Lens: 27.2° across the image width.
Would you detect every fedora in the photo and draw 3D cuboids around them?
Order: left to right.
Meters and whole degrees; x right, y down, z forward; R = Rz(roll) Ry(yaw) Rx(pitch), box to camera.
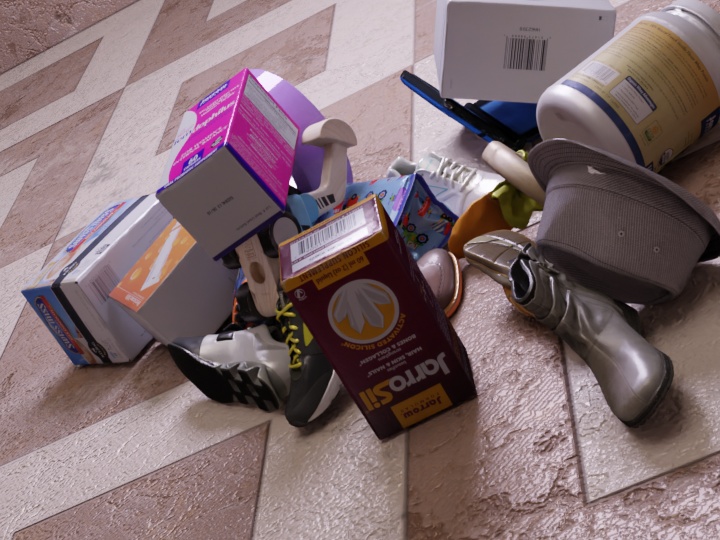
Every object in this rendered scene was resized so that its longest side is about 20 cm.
[{"bbox_3d":[0.230,-0.031,1.364,0.091,0.199,0.177,-66,11,-15],"label":"fedora"}]

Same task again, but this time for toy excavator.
[{"bbox_3d":[-0.062,-0.057,1.666,0.100,0.196,0.199,-15,7,45],"label":"toy excavator"}]

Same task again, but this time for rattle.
[{"bbox_3d":[0.183,-0.039,1.546,0.143,0.130,0.200,-43,51,-2],"label":"rattle"}]

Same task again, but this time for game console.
[{"bbox_3d":[0.168,-0.227,1.866,0.119,0.170,0.200,-57,23,7],"label":"game console"}]

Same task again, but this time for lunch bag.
[{"bbox_3d":[0.000,0.000,1.686,0.150,0.094,0.201,-4,50,48],"label":"lunch bag"}]

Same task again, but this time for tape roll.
[{"bbox_3d":[-0.102,-0.145,1.820,0.066,0.201,0.200,-41,26,-24],"label":"tape roll"}]

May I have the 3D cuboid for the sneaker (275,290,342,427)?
[{"bbox_3d":[-0.056,0.062,1.542,0.074,0.084,0.201,-22,49,59],"label":"sneaker"}]

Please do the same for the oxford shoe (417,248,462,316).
[{"bbox_3d":[0.051,0.029,1.560,0.071,0.073,0.200,-15,29,33],"label":"oxford shoe"}]

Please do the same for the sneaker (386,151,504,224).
[{"bbox_3d":[0.103,-0.095,1.730,0.199,0.081,0.070,0,37,47],"label":"sneaker"}]

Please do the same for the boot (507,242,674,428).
[{"bbox_3d":[0.186,0.053,1.278,0.068,0.130,0.200,-55,16,16],"label":"boot"}]

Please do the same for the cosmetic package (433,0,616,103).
[{"bbox_3d":[0.194,-0.288,1.821,0.198,0.124,0.200,3,24,-1],"label":"cosmetic package"}]

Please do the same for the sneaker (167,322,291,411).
[{"bbox_3d":[-0.130,0.097,1.652,0.199,0.074,0.089,12,48,43],"label":"sneaker"}]

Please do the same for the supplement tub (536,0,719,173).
[{"bbox_3d":[0.302,-0.184,1.585,0.200,0.145,0.144,-38,25,-14],"label":"supplement tub"}]

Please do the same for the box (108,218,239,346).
[{"bbox_3d":[-0.196,-0.005,1.830,0.200,0.097,0.124,-51,25,-10],"label":"box"}]

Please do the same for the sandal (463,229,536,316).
[{"bbox_3d":[0.170,0.014,1.470,0.080,0.054,0.200,-20,27,-22],"label":"sandal"}]

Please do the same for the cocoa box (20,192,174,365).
[{"bbox_3d":[-0.313,0.011,1.944,0.131,0.134,0.200,-6,34,44],"label":"cocoa box"}]

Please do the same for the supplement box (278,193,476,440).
[{"bbox_3d":[0.016,0.046,1.415,0.110,0.201,0.086,-27,25,9],"label":"supplement box"}]

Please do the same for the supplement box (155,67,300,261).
[{"bbox_3d":[-0.140,-0.119,1.622,0.101,0.103,0.200,-33,23,20],"label":"supplement box"}]

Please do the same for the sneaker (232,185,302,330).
[{"bbox_3d":[-0.115,-0.008,1.748,0.078,0.075,0.201,155,133,-70],"label":"sneaker"}]
